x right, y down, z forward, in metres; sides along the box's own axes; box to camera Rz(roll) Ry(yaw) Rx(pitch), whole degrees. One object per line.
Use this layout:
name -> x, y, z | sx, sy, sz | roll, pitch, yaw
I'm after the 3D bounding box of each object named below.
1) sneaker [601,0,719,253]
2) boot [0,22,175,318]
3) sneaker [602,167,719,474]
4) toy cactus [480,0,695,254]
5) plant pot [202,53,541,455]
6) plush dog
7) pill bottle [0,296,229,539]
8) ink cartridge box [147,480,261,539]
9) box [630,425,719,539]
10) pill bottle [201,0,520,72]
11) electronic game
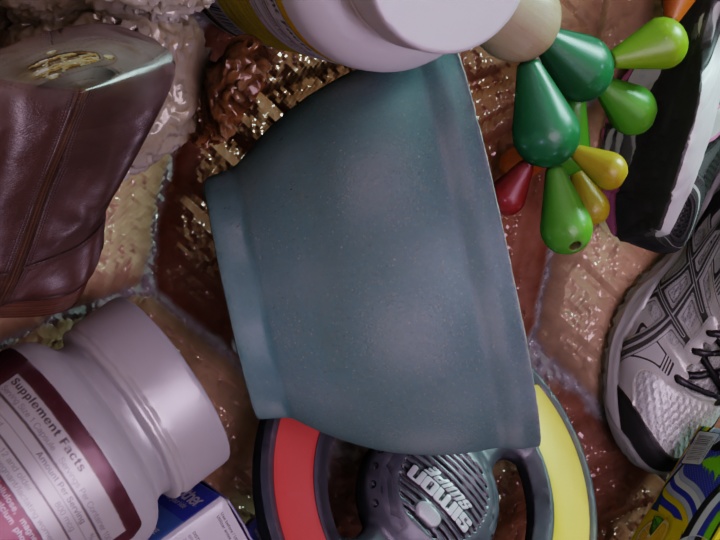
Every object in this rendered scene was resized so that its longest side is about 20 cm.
sneaker -> 0.195, -0.102, 1.475 | 0.086, 0.080, 0.201 | 17, 93, -29
boot -> -0.185, -0.036, 1.232 | 0.185, 0.200, 0.065 | -13, 67, -24
sneaker -> 0.195, 0.018, 1.494 | 0.075, 0.088, 0.201 | 18, 93, -30
toy cactus -> 0.092, -0.115, 1.402 | 0.165, 0.102, 0.201 | 31, 71, -46
plant pot -> 0.000, 0.000, 1.336 | 0.133, 0.200, 0.202 | -13, 107, 0
plush dog -> -0.136, -0.119, 1.290 | 0.199, 0.161, 0.173 | -10, 123, 9
pill bottle -> -0.168, 0.106, 1.316 | 0.200, 0.114, 0.115 | -35, 113, -17
ink cartridge box -> -0.103, 0.193, 1.386 | 0.199, 0.076, 0.137 | -34, 114, -15
box -> 0.166, 0.182, 1.453 | 0.070, 0.064, 0.201 | 43, 71, -28
pill bottle -> -0.004, -0.151, 1.297 | 0.111, 0.200, 0.112 | -6, 103, -26
electronic game -> 0.035, 0.115, 1.419 | 0.199, 0.042, 0.201 | 11, 67, -27
